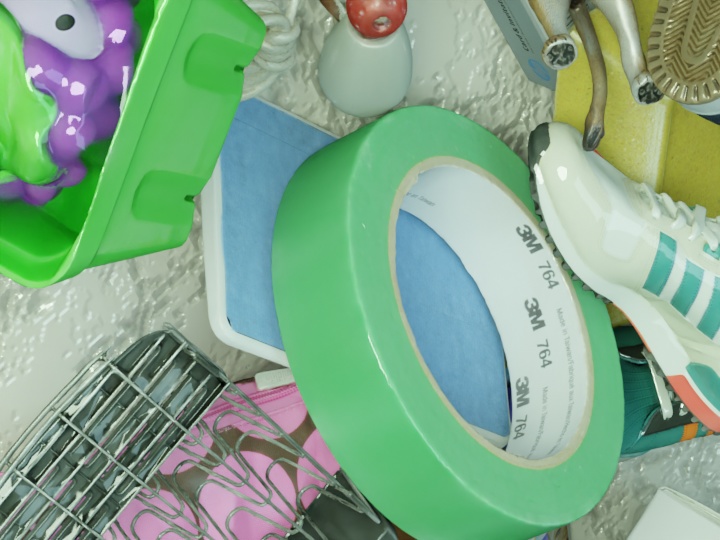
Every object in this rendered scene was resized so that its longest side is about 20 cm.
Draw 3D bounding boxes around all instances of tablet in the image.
[{"bbox_3d":[0.000,0.000,1.074,0.199,0.014,0.131,23,53,-43],"label":"tablet"}]

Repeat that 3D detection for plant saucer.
[{"bbox_3d":[0.182,-0.068,1.189,0.199,0.048,0.201,-29,139,-30],"label":"plant saucer"}]

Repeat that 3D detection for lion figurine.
[{"bbox_3d":[0.089,-0.163,1.030,0.072,0.123,0.201,-10,134,-10],"label":"lion figurine"}]

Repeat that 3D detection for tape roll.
[{"bbox_3d":[0.043,0.026,1.059,0.200,0.048,0.202,31,47,-40],"label":"tape roll"}]

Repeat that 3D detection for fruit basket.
[{"bbox_3d":[-0.164,-0.080,0.823,0.215,0.215,0.156,16,98,-43],"label":"fruit basket"}]

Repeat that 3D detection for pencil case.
[{"bbox_3d":[-0.080,0.101,1.052,0.199,0.091,0.094,-22,138,-30],"label":"pencil case"}]

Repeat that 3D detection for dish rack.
[{"bbox_3d":[-0.080,0.115,0.972,0.154,0.054,0.200,-51,130,-8],"label":"dish rack"}]

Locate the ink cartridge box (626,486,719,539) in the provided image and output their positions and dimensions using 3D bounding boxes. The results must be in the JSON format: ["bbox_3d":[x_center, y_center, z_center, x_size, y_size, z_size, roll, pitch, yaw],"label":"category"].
[{"bbox_3d":[0.187,0.220,1.294,0.147,0.084,0.200,-57,149,-5],"label":"ink cartridge box"}]

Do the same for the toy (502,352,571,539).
[{"bbox_3d":[0.087,0.110,1.198,0.115,0.047,0.201,-53,141,-44],"label":"toy"}]

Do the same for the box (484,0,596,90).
[{"bbox_3d":[0.126,-0.208,1.120,0.200,0.041,0.156,-46,131,-13],"label":"box"}]

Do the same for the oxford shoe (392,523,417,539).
[{"bbox_3d":[-0.006,0.146,1.141,0.199,0.071,0.072,-23,121,-41],"label":"oxford shoe"}]

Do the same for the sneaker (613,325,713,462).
[{"bbox_3d":[0.179,0.052,1.225,0.199,0.080,0.072,-9,80,-51],"label":"sneaker"}]

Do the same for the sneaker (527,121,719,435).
[{"bbox_3d":[0.159,-0.011,1.112,0.093,0.071,0.200,-28,120,21],"label":"sneaker"}]

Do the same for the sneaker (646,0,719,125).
[{"bbox_3d":[0.200,-0.150,1.024,0.108,0.070,0.201,26,89,-52],"label":"sneaker"}]

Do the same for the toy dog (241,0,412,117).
[{"bbox_3d":[-0.001,-0.162,0.996,0.131,0.097,0.200,5,141,-29],"label":"toy dog"}]
